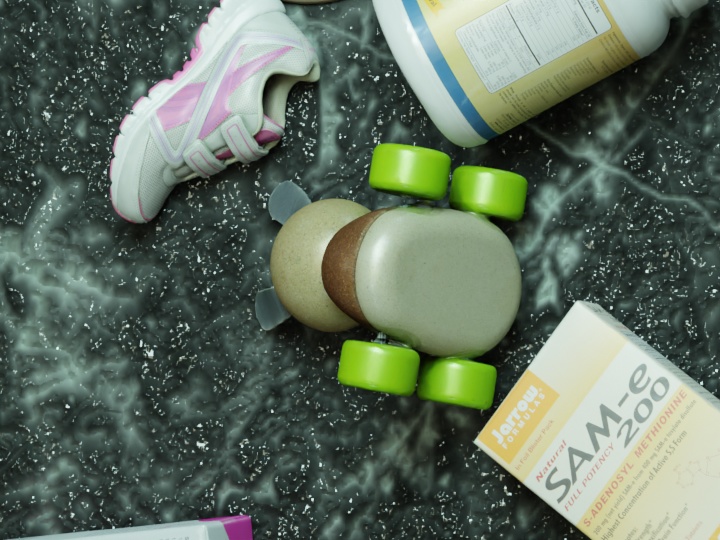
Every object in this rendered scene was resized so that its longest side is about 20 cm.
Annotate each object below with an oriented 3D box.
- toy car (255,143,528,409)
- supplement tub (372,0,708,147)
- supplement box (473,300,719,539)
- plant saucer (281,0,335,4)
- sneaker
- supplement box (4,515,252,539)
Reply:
[{"bbox_3d":[0.000,0.000,1.593,0.199,0.157,0.166,6,85,46],"label":"toy car"},{"bbox_3d":[0.122,-0.189,1.536,0.199,0.145,0.146,-28,80,13],"label":"supplement tub"},{"bbox_3d":[0.195,0.130,1.537,0.199,0.073,0.126,38,98,15],"label":"supplement box"},{"bbox_3d":[-0.037,-0.298,1.650,0.198,0.029,0.202,-1,88,16],"label":"plant saucer"},{"bbox_3d":[-0.105,-0.109,1.634,0.088,0.081,0.201,40,100,16],"label":"sneaker"},{"bbox_3d":[-0.181,0.239,1.631,0.198,0.101,0.104,-9,85,17],"label":"supplement box"}]
